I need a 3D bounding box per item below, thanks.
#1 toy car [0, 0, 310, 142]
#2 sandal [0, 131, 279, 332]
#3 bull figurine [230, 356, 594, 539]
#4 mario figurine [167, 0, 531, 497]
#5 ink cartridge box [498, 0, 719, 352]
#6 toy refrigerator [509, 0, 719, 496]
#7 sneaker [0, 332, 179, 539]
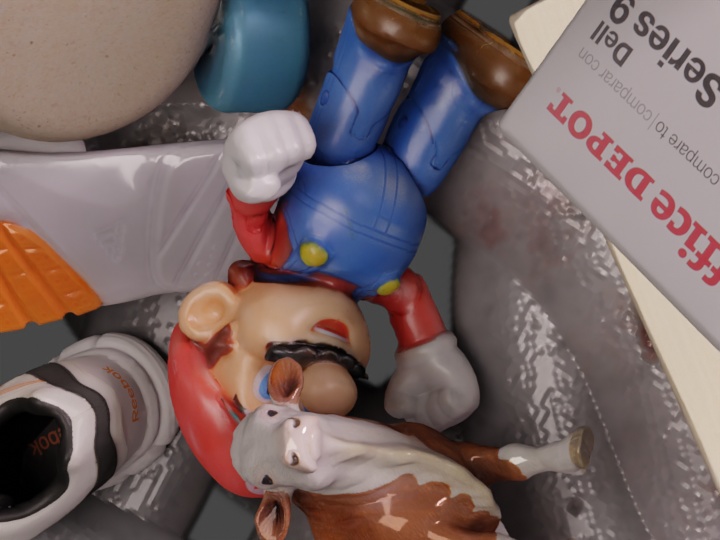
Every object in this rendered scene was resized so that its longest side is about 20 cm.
[{"bbox_3d":[-0.119,-0.171,1.124,0.201,0.183,0.178,-110,27,-45],"label":"toy car"},{"bbox_3d":[-0.111,-0.023,1.178,0.205,0.059,0.080,-3,114,4],"label":"sandal"},{"bbox_3d":[0.032,0.103,1.078,0.121,0.065,0.200,2,144,24],"label":"bull figurine"},{"bbox_3d":[0.000,0.000,1.096,0.123,0.106,0.201,27,103,4],"label":"mario figurine"},{"bbox_3d":[0.160,-0.075,0.936,0.200,0.087,0.145,-55,49,17],"label":"ink cartridge box"},{"bbox_3d":[0.133,-0.017,1.059,0.076,0.070,0.201,-25,88,18],"label":"toy refrigerator"},{"bbox_3d":[-0.167,0.092,1.204,0.200,0.080,0.074,-38,84,26],"label":"sneaker"}]
